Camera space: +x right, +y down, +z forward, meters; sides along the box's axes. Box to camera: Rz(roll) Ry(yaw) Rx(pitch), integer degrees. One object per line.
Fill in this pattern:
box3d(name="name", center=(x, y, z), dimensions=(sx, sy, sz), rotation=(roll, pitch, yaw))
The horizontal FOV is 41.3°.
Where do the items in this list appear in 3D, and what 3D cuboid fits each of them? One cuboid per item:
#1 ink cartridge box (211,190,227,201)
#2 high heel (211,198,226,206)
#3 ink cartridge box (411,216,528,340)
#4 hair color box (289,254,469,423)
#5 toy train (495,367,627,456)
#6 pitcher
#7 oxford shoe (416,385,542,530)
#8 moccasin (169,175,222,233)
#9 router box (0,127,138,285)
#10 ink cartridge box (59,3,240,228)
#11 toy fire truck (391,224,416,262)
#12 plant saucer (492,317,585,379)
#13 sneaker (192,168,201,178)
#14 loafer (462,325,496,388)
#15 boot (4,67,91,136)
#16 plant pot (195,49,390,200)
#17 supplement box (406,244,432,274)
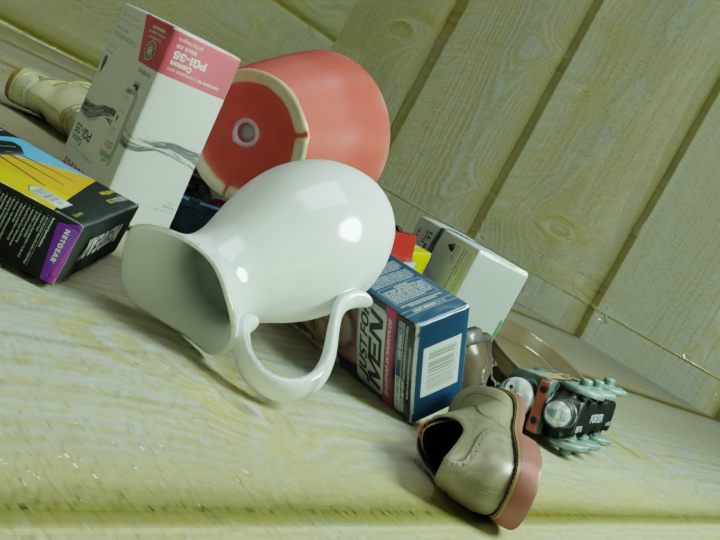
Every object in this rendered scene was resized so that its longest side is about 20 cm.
box3d(name="ink cartridge box", center=(-0.205, -0.110, 1.373), dimensions=(0.162, 0.050, 0.200), rotation=(22, 12, -14))
box3d(name="high heel", center=(-0.116, -0.072, 1.251), dimensions=(0.200, 0.096, 0.067), rotation=(33, 8, 35))
box3d(name="ink cartridge box", center=(0.115, 0.025, 1.271), dimensions=(0.083, 0.147, 0.200), rotation=(25, 6, -23))
box3d(name="hair color box", center=(0.005, 0.037, 0.844), dimensions=(0.060, 0.100, 0.200), rotation=(-18, 35, -32))
box3d(name="toy train", center=(0.221, 0.150, 1.061), dimensions=(0.114, 0.085, 0.200), rotation=(17, 3, 28))
box3d(name="pitcher", center=(-0.049, 0.004, 0.714), dimensions=(0.172, 0.121, 0.200), rotation=(46, 43, 17))
box3d(name="oxford shoe", center=(0.079, 0.119, 0.707), dimensions=(0.075, 0.071, 0.200), rotation=(23, 6, -5))
box3d(name="moccasin", center=(-0.189, -0.072, 1.055), dimensions=(0.200, 0.068, 0.080), rotation=(34, 8, 39))
box3d(name="router box", center=(-0.257, -0.058, 0.709), dimensions=(0.149, 0.051, 0.200), rotation=(29, 6, -7))
box3d(name="ink cartridge box", center=(-0.222, -0.155, 0.982), dimensions=(0.083, 0.200, 0.146), rotation=(18, 11, -40))
box3d(name="toy fire truck", center=(-0.004, 0.018, 0.961), dimensions=(0.200, 0.141, 0.049), rotation=(14, 4, 37))
box3d(name="plant saucer", center=(0.244, 0.136, 1.299), dimensions=(0.200, 0.030, 0.200), rotation=(33, 17, -12))
box3d(name="sneaker", center=(-0.235, -0.129, 1.185), dimensions=(0.085, 0.073, 0.200), rotation=(39, 26, 5))
box3d(name="loafer", center=(0.108, 0.106, 1.016), dimensions=(0.073, 0.071, 0.200), rotation=(-16, -10, 10))
box3d(name="boot", center=(-0.385, -0.220, 1.368), dimensions=(0.155, 0.073, 0.200), rotation=(31, 8, 25))
box3d(name="plant pot", center=(-0.087, -0.151, 1.067), dimensions=(0.200, 0.201, 0.177), rotation=(30, 18, 16))
box3d(name="supplement box", center=(0.000, 0.000, 1.121), dimensions=(0.109, 0.109, 0.200), rotation=(30, 6, 11))
